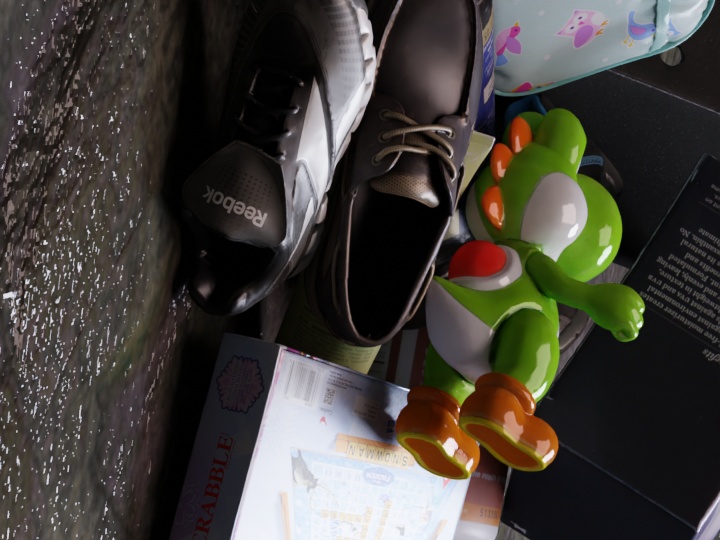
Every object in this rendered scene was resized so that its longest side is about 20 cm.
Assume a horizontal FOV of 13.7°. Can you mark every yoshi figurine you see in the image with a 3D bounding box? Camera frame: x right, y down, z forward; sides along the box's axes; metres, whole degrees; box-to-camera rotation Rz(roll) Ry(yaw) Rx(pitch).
[{"bbox_3d":[0.091,0.015,1.572,0.112,0.112,0.201,101,6,-65],"label":"yoshi figurine"}]

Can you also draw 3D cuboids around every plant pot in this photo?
[{"bbox_3d":[0.163,-0.137,1.840,0.177,0.199,0.200,141,-33,-63],"label":"plant pot"}]

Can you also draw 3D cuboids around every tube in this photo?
[{"bbox_3d":[0.000,0.000,1.575,0.058,0.052,0.201,-9,132,-43],"label":"tube"}]

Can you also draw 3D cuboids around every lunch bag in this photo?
[{"bbox_3d":[0.122,-0.195,1.633,0.201,0.160,0.077,88,-17,-49],"label":"lunch bag"}]

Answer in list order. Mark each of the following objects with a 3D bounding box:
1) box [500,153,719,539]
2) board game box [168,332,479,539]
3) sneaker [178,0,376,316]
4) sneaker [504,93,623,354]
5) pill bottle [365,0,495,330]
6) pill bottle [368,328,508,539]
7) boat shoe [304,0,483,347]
[{"bbox_3d":[0.187,0.073,1.756,0.199,0.123,0.200,-54,169,-17],"label":"box"},{"bbox_3d":[-0.025,0.150,1.549,0.200,0.041,0.201,22,81,-54],"label":"board game box"},{"bbox_3d":[-0.044,-0.057,1.435,0.091,0.066,0.201,-54,163,-51],"label":"sneaker"},{"bbox_3d":[0.090,-0.017,1.705,0.082,0.073,0.200,52,34,-27],"label":"sneaker"},{"bbox_3d":[0.018,-0.071,1.615,0.112,0.111,0.201,-65,158,-49],"label":"pill bottle"},{"bbox_3d":[0.042,0.057,1.780,0.112,0.112,0.201,28,71,-75],"label":"pill bottle"},{"bbox_3d":[0.026,-0.053,1.489,0.073,0.074,0.201,-127,-135,-67],"label":"boat shoe"}]
